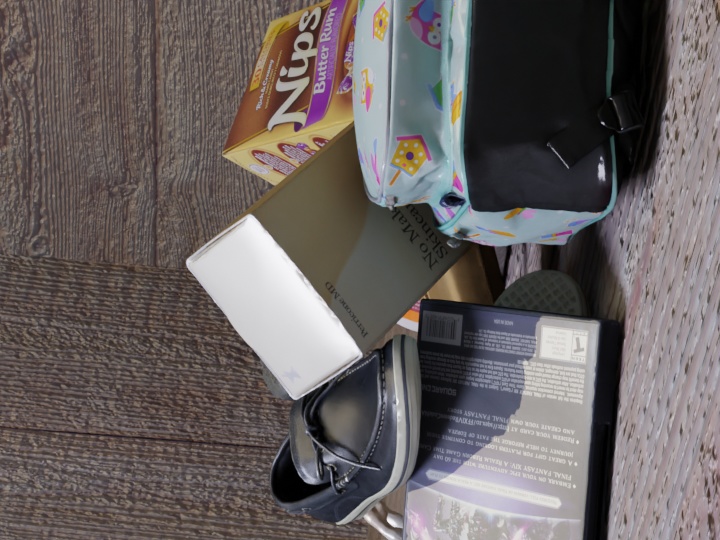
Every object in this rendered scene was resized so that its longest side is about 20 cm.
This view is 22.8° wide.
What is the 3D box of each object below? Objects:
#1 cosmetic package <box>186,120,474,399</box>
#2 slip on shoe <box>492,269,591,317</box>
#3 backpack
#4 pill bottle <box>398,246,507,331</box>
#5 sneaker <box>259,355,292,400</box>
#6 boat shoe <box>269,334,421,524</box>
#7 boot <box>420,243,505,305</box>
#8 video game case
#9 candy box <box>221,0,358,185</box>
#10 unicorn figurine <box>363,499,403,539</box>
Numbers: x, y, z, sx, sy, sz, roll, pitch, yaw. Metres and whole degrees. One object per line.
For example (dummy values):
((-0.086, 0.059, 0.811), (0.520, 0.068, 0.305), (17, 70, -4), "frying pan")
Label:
((0.002, -0.027, 1.038), (0.071, 0.105, 0.200), (-34, 8, 45), "cosmetic package")
((0.093, 0.099, 1.024), (0.061, 0.073, 0.202), (6, -88, -67), "slip on shoe")
((0.071, -0.099, 0.951), (0.200, 0.152, 0.178), (57, -148, -81), "backpack")
((0.069, -0.057, 1.425), (0.110, 0.109, 0.201), (-88, 3, -54), "pill bottle")
((0.000, 0.000, 1.110), (0.077, 0.088, 0.201), (121, 172, -56), "sneaker")
((-0.009, 0.097, 1.035), (0.200, 0.062, 0.075), (122, 150, -59), "boat shoe")
((0.061, 0.039, 1.209), (0.175, 0.066, 0.201), (-55, 45, 49), "boot")
((0.076, 0.121, 0.966), (0.142, 0.019, 0.202), (6, 93, 51), "video game case")
((-0.011, -0.133, 1.248), (0.199, 0.056, 0.118), (-10, 57, 56), "candy box")
((0.060, 0.175, 1.263), (0.074, 0.136, 0.201), (118, 175, -71), "unicorn figurine")
